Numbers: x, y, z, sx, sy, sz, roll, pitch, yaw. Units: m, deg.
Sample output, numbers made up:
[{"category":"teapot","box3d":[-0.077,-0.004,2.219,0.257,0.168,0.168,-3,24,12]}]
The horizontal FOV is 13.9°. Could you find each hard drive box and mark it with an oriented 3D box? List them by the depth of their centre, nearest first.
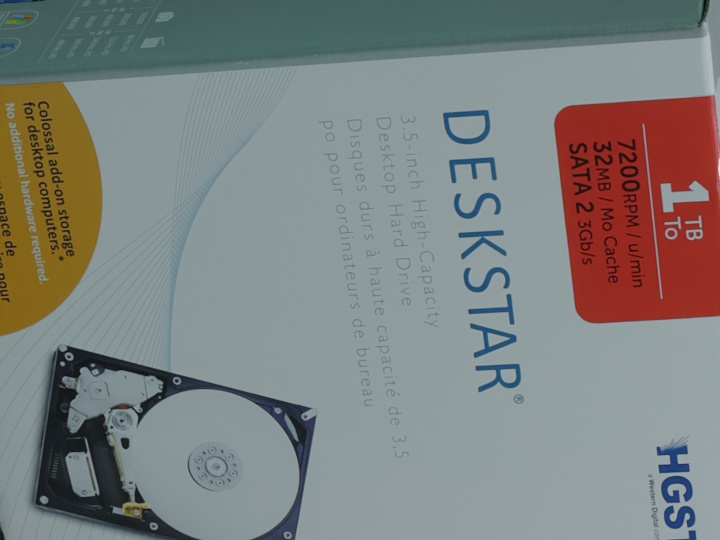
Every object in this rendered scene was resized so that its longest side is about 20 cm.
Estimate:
[{"category":"hard drive box","box3d":[0.000,0.000,0.768,0.199,0.156,0.077,-4,24,12]}]
